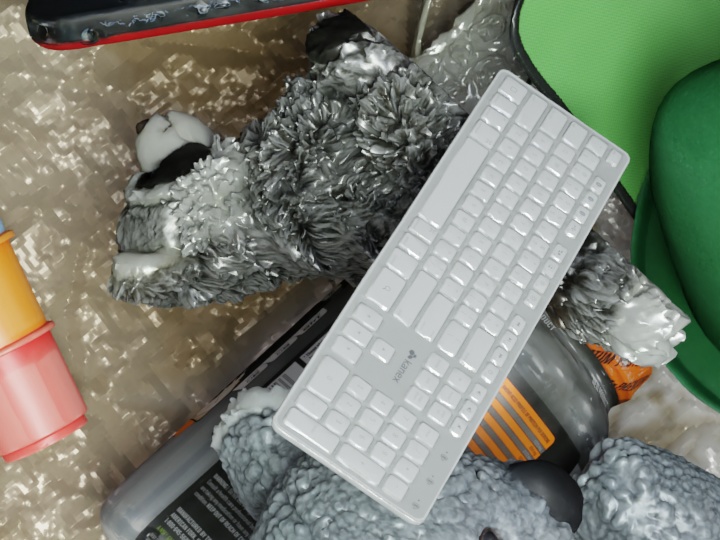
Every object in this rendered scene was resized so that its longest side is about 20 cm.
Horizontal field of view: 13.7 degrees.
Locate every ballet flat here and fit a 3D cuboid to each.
[{"bbox_3d":[0.071,-0.137,1.191,0.072,0.072,0.200,31,82,-8],"label":"ballet flat"}]

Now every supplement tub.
[{"bbox_3d":[0.009,0.071,1.147,0.200,0.123,0.123,-42,95,-9],"label":"supplement tub"}]

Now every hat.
[{"bbox_3d":[0.134,-0.049,1.037,0.200,0.176,0.166,29,84,34],"label":"hat"}]

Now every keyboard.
[{"bbox_3d":[0.033,0.004,0.984,0.056,0.011,0.200,39,44,-5],"label":"keyboard"}]

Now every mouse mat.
[{"bbox_3d":[0.121,-0.106,1.148,0.008,0.200,0.161,12,68,34],"label":"mouse mat"}]

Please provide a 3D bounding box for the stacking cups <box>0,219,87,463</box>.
[{"bbox_3d":[-0.166,-0.022,1.159,0.060,0.061,0.200,-26,98,-10],"label":"stacking cups"}]

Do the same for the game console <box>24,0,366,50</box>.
[{"bbox_3d":[-0.032,-0.179,1.129,0.200,0.172,0.119,-9,116,7],"label":"game console"}]

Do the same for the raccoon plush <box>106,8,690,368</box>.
[{"bbox_3d":[0.000,0.000,1.069,0.134,0.097,0.200,-48,62,0],"label":"raccoon plush"}]

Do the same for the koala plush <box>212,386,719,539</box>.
[{"bbox_3d":[0.035,0.130,1.007,0.184,0.177,0.200,-41,123,12],"label":"koala plush"}]
